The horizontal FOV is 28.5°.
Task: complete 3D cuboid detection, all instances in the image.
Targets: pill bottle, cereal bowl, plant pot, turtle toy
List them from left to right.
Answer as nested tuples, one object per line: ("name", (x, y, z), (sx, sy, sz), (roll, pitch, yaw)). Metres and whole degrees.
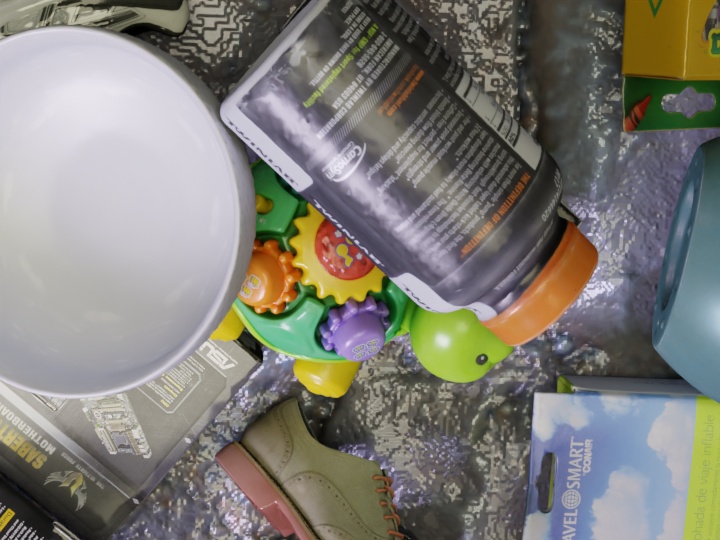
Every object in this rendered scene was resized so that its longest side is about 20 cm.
("cereal bowl", (-0.147, -0.034, 0.785), (0.198, 0.083, 0.202), (2, 98, 13))
("turtle toy", (0.000, 0.000, 0.835), (0.199, 0.101, 0.147), (29, 78, -14))
("pill bottle", (0.032, -0.051, 0.734), (0.200, 0.106, 0.106), (43, 94, -10))
("plant pot", (0.262, 0.004, 0.834), (0.159, 0.201, 0.203), (12, 99, 6))

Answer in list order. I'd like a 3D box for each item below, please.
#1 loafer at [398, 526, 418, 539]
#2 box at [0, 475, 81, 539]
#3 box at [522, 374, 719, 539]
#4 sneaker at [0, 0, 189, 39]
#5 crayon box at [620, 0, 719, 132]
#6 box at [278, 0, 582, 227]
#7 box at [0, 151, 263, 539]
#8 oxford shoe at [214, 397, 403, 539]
("loafer", (-0.052, 0.217, 0.906), (0.198, 0.063, 0.073), (-20, 100, -1))
("box", (-0.259, 0.211, 0.827), (0.159, 0.049, 0.201), (40, 72, -7))
("box", (0.201, 0.133, 0.919), (0.198, 0.048, 0.123), (3, 99, -5))
("sneaker", (-0.190, -0.123, 0.832), (0.199, 0.076, 0.088), (-34, 100, 2))
("crayon box", (0.216, -0.182, 0.838), (0.126, 0.051, 0.202), (-8, 103, -38))
("box", (0.037, -0.088, 0.838), (0.200, 0.110, 0.035), (41, 94, -10))
("box", (-0.183, 0.048, 0.875), (0.200, 0.048, 0.159), (40, 94, -9))
("oxford shoe", (-0.001, 0.153, 0.860), (0.200, 0.071, 0.074), (41, 78, 22))
